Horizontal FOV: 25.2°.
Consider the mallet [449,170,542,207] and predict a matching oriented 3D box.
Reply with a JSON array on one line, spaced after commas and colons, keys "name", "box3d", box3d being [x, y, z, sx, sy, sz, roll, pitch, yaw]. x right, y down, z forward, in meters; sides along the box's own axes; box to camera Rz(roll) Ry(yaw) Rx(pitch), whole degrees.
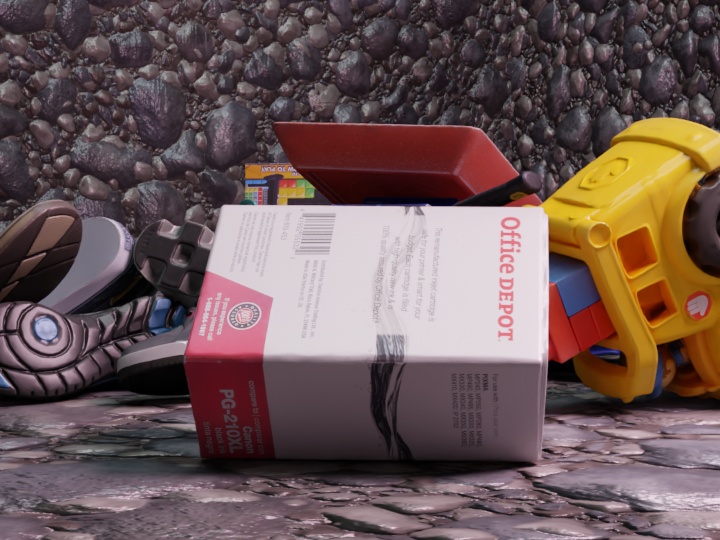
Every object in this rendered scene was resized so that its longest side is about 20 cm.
[{"name": "mallet", "box3d": [0.064, -0.032, 1.195, 0.200, 0.041, 0.066, -17, -31, 41]}]

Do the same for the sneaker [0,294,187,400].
[{"name": "sneaker", "box3d": [-0.223, 0.066, 1.208, 0.200, 0.073, 0.082, -2, -18, -39]}]

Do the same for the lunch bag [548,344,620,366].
[{"name": "lunch bag", "box3d": [0.165, 0.017, 1.330, 0.200, 0.124, 0.170, -5, 3, 30]}]

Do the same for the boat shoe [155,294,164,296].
[{"name": "boat shoe", "box3d": [-0.092, 0.055, 1.353, 0.199, 0.072, 0.062, -4, 29, -6]}]

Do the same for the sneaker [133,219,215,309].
[{"name": "sneaker", "box3d": [-0.075, 0.022, 1.263, 0.200, 0.074, 0.089, 22, -21, 17]}]

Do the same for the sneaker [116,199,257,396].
[{"name": "sneaker", "box3d": [-0.087, 0.012, 1.173, 0.199, 0.121, 0.084, -14, -23, -5]}]

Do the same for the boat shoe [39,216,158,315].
[{"name": "boat shoe", "box3d": [-0.253, 0.037, 1.297, 0.200, 0.071, 0.091, -30, -28, 7]}]

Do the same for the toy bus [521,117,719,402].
[{"name": "toy bus", "box3d": [0.190, 0.023, 1.111, 0.192, 0.200, 0.136, -32, 20, -17]}]

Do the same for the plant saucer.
[{"name": "plant saucer", "box3d": [0.047, -0.071, 1.420, 0.199, 0.037, 0.200, 3, -19, 28]}]

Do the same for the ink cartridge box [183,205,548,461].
[{"name": "ink cartridge box", "box3d": [0.010, 0.034, 0.946, 0.199, 0.085, 0.145, 0, 39, 6]}]

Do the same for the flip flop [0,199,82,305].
[{"name": "flip flop", "box3d": [-0.281, 0.012, 1.193, 0.081, 0.058, 0.200, -2, -36, -50]}]

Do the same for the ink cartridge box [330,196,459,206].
[{"name": "ink cartridge box", "box3d": [0.000, 0.000, 1.319, 0.099, 0.039, 0.200, 1, 48, 32]}]

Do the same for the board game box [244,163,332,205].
[{"name": "board game box", "box3d": [-0.014, -0.020, 1.578, 0.199, 0.166, 0.057, -1, -7, 5]}]
